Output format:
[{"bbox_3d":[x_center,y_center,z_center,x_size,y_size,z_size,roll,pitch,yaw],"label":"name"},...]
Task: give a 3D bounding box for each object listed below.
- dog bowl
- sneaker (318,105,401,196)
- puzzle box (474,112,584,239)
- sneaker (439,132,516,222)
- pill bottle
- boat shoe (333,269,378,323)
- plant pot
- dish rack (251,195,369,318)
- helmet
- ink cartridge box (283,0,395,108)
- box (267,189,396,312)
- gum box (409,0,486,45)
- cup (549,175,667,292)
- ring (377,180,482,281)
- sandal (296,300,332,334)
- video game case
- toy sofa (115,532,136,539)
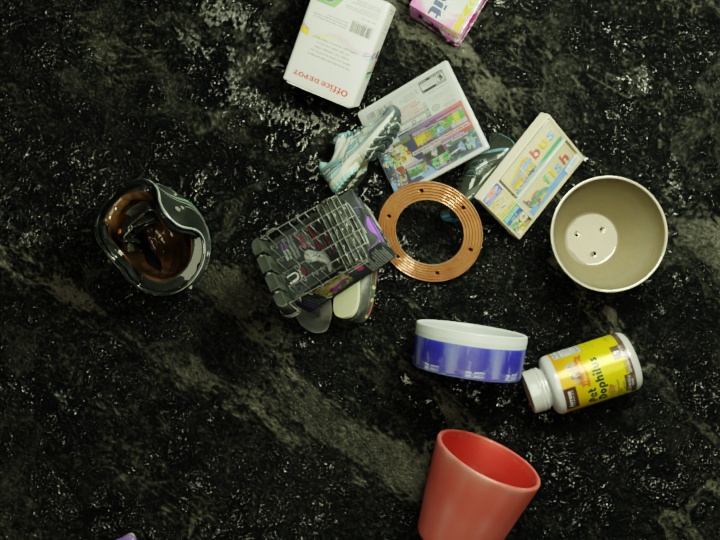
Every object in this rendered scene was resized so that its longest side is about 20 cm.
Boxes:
[{"bbox_3d":[0.194,0.141,1.384,0.198,0.200,0.079,8,92,4],"label":"dog bowl"},{"bbox_3d":[-0.007,-0.239,1.456,0.086,0.078,0.200,46,106,15],"label":"sneaker"},{"bbox_3d":[0.314,-0.174,1.434,0.133,0.025,0.200,37,91,-33],"label":"puzzle box"},{"bbox_3d":[0.218,-0.174,1.465,0.200,0.073,0.082,-42,68,-2],"label":"sneaker"},{"bbox_3d":[0.400,0.193,1.414,0.199,0.109,0.110,-19,87,3],"label":"pill bottle"},{"bbox_3d":[-0.002,0.000,1.473,0.073,0.063,0.203,1,74,34],"label":"boat shoe"},{"bbox_3d":[0.198,0.412,1.390,0.199,0.200,0.178,22,100,4],"label":"plant pot"},{"bbox_3d":[-0.083,-0.030,1.330,0.199,0.055,0.154,-29,70,8],"label":"dish rack"},{"bbox_3d":[-0.372,-0.055,1.432,0.199,0.191,0.201,-16,52,21],"label":"helmet"},{"bbox_3d":[-0.039,-0.424,1.451,0.144,0.084,0.201,23,105,4],"label":"ink cartridge box"},{"bbox_3d":[-0.056,-0.033,1.407,0.199,0.106,0.123,-32,68,8],"label":"box"},{"bbox_3d":[0.187,-0.540,1.468,0.113,0.066,0.201,32,91,6],"label":"gum box"},{"bbox_3d":[0.433,-0.061,1.401,0.199,0.143,0.202,0,88,4],"label":"cup"},{"bbox_3d":[0.130,-0.073,1.446,0.199,0.019,0.202,7,117,14],"label":"ring"},{"bbox_3d":[-0.098,0.023,1.484,0.075,0.043,0.202,-7,88,4],"label":"sandal"},{"bbox_3d":[0.116,-0.264,1.461,0.199,0.023,0.183,-27,86,19],"label":"video game case"},{"bbox_3d":[-0.516,0.583,1.478,0.199,0.083,0.098,-17,89,3],"label":"toy sofa"}]
